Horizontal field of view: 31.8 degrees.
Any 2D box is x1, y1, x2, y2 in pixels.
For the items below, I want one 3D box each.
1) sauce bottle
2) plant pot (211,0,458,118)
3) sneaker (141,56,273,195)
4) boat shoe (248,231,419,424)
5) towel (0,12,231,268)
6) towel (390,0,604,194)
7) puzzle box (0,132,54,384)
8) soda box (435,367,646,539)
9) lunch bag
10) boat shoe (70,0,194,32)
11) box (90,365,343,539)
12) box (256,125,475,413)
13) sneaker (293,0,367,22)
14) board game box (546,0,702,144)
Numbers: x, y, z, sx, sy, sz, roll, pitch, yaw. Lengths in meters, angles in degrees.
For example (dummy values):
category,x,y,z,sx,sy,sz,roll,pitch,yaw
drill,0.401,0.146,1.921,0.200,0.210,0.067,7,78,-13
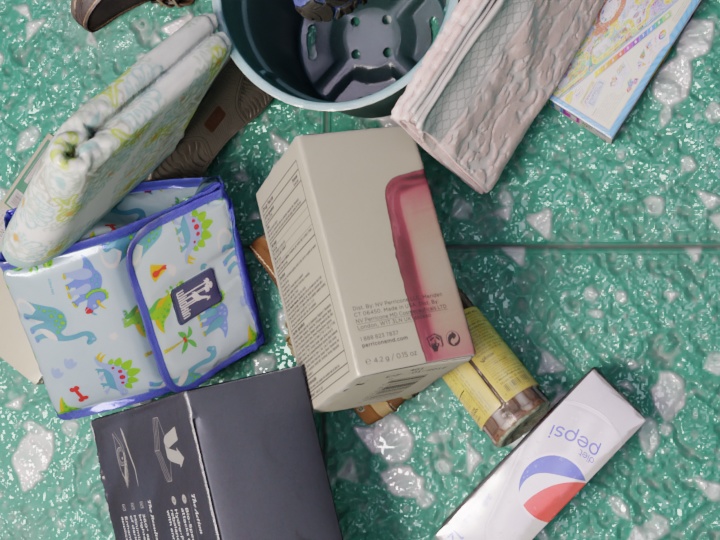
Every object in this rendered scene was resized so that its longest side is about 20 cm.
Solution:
category,x,y,z,sx,sy,sz,roll,pitch,yaw
sauce bottle,0.084,0.058,1.101,0.065,0.065,0.201,-38,68,6
plant pot,-0.005,-0.218,1.073,0.197,0.196,0.203,-1,86,9
sneaker,-0.158,-0.162,1.161,0.106,0.075,0.200,30,74,37
boat shoe,-0.034,0.053,1.129,0.074,0.076,0.200,-44,81,8
towel,-0.191,-0.100,0.984,0.048,0.171,0.200,41,54,-1
towel,0.119,-0.172,1.021,0.032,0.191,0.201,34,93,27
puzzle box,-0.297,-0.011,1.201,0.133,0.025,0.201,36,93,10
soda box,0.155,0.176,1.093,0.063,0.068,0.200,44,94,9
lunch bag,-0.194,0.018,1.106,0.198,0.128,0.172,-14,122,-5
boat shoe,-0.181,-0.283,1.169,0.199,0.074,0.074,-38,82,7
box,-0.120,0.199,1.065,0.116,0.199,0.199,-10,84,-36
box,0.000,0.000,1.036,0.108,0.128,0.202,-8,75,-23
sneaker,-0.002,-0.279,0.948,0.078,0.075,0.202,24,83,19
board game box,0.220,-0.234,1.117,0.134,0.034,0.201,34,93,10
